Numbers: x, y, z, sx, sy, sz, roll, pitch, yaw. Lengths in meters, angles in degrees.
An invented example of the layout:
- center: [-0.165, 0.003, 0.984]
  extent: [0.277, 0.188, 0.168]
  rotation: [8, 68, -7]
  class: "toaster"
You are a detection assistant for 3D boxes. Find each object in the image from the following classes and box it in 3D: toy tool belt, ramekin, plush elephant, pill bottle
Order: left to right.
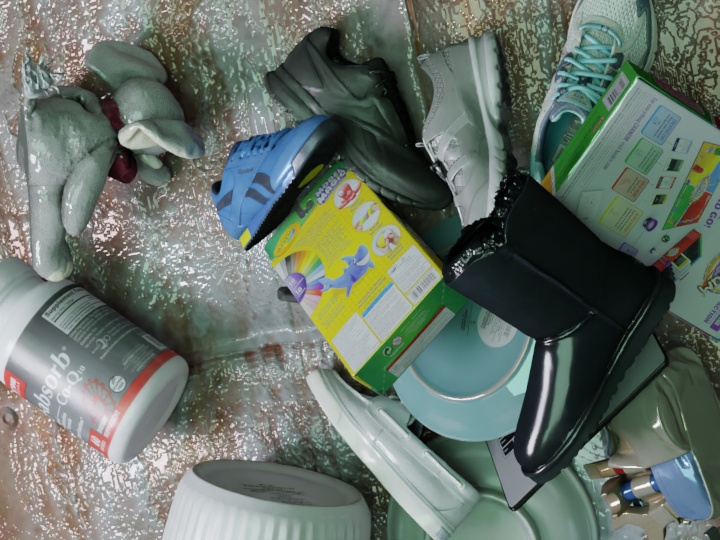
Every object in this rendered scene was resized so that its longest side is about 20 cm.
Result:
- center: [-0.270, 0.081, 1.409]
  extent: [0.199, 0.116, 0.117]
  rotation: [33, 108, 9]
  class: "pill bottle"
- center: [-0.226, -0.118, 1.353]
  extent: [0.153, 0.166, 0.201]
  rotation: [-5, 139, -17]
  class: "plush elephant"
- center: [-0.082, 0.239, 1.342]
  extent: [0.198, 0.200, 0.107]
  rotation: [12, 94, 15]
  class: "ramekin"
- center: [0.256, 0.172, 1.273]
  extent: [0.122, 0.124, 0.202]
  rotation: [-19, 94, 47]
  class: "toy tool belt"

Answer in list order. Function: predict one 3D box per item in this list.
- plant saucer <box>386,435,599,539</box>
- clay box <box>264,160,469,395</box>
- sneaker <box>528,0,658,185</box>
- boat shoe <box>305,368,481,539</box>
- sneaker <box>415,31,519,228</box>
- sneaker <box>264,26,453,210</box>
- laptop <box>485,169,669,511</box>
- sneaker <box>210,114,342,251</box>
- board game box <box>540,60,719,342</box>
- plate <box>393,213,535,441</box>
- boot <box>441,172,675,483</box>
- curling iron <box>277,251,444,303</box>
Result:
- center: [0.113, 0.243, 1.354]
  extent: [0.197, 0.050, 0.203]
  rotation: [3, 101, 17]
  class: "plant saucer"
- center: [0.000, 0.000, 1.293]
  extent: [0.115, 0.047, 0.200]
  rotation: [-47, 42, 9]
  class: "clay box"
- center: [0.191, -0.147, 1.237]
  extent: [0.077, 0.086, 0.203]
  rotation: [18, 105, 13]
  class: "sneaker"
- center: [0.029, 0.149, 1.340]
  extent: [0.068, 0.072, 0.200]
  rotation: [-41, 56, -5]
  class: "boat shoe"
- center: [0.088, -0.097, 1.271]
  extent: [0.081, 0.075, 0.203]
  rotation: [-7, 74, 16]
  class: "sneaker"
- center: [0.010, -0.132, 1.307]
  extent: [0.200, 0.076, 0.091]
  rotation: [41, 103, 4]
  class: "sneaker"
- center: [0.132, 0.057, 1.281]
  extent: [0.115, 0.201, 0.187]
  rotation: [32, 112, -27]
  class: "laptop"
- center: [-0.082, -0.090, 1.303]
  extent: [0.079, 0.066, 0.200]
  rotation: [52, 146, 4]
  class: "sneaker"
- center: [0.253, -0.052, 1.215]
  extent: [0.199, 0.040, 0.154]
  rotation: [29, 111, -16]
  class: "board game box"
- center: [0.095, 0.044, 1.291]
  extent: [0.198, 0.025, 0.203]
  rotation: [-9, 75, 35]
  class: "plate"
- center: [0.129, 0.044, 1.176]
  extent: [0.167, 0.076, 0.201]
  rotation: [31, 97, -12]
  class: "boot"
- center: [0.005, 0.017, 1.333]
  extent: [0.198, 0.025, 0.050]
  rotation: [-7, 64, 39]
  class: "curling iron"
